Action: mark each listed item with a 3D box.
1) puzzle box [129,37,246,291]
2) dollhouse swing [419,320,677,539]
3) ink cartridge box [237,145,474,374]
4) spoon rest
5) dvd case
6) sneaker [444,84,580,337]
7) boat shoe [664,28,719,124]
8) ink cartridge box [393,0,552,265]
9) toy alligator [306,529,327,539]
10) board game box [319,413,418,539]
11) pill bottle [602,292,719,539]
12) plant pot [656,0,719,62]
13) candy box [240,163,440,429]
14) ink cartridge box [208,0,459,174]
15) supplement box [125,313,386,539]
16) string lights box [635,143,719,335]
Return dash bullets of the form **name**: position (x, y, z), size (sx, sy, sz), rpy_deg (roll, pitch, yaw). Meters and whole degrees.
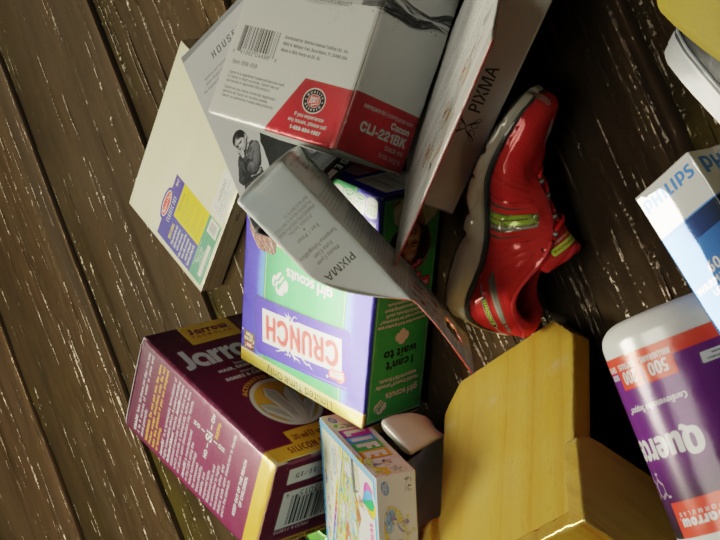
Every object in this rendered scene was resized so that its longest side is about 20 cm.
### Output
- **puzzle box**: position (-0.147, -0.096, 1.569), size (0.133, 0.025, 0.200), rpy_deg (49, 134, 28)
- **dollhouse swing**: position (0.161, 0.173, 1.287), size (0.182, 0.176, 0.200), rpy_deg (33, 140, -15)
- **ink cartridge box**: position (0.000, 0.000, 1.232), size (0.047, 0.160, 0.200), rpy_deg (-41, 94, 6)
- **spoon rest**: position (0.041, 0.193, 1.428), size (0.099, 0.061, 0.200), rpy_deg (46, 146, 32)
- **dvd case**: position (-0.063, -0.149, 1.380), size (0.150, 0.025, 0.200), rpy_deg (-41, 54, 24)
- **sneaker**: position (0.125, -0.041, 1.248), size (0.085, 0.077, 0.200), rpy_deg (23, 123, 21)
- **boat shoe**: position (0.270, -0.104, 1.048), size (0.200, 0.072, 0.068), rpy_deg (55, 139, 33)
- **ink cartridge box**: position (0.079, -0.122, 1.199), size (0.176, 0.045, 0.200), rpy_deg (-83, 13, -51)
- **toy alligator**: position (-0.001, 0.294, 1.495), size (0.054, 0.059, 0.200), rpy_deg (-34, 76, 49)
- **board game box**: position (0.009, 0.231, 1.377), size (0.134, 0.034, 0.200), rpy_deg (-141, 45, -64)
- **pill bottle**: position (0.242, 0.113, 1.111), size (0.112, 0.112, 0.200), rpy_deg (-29, 79, 50)
- **plant pot**: position (0.269, -0.204, 0.929), size (0.176, 0.200, 0.200), rpy_deg (24, 120, 57)
- **candy box**: position (-0.021, 0.005, 1.412), size (0.169, 0.077, 0.200), rpy_deg (24, 120, 43)
- **ink cartridge box**: position (-0.012, -0.189, 1.276), size (0.144, 0.084, 0.200), rpy_deg (20, 92, 42)
- **supplement box**: position (-0.094, 0.138, 1.501), size (0.200, 0.131, 0.103), rpy_deg (38, 127, 35)
- **string lights box**: position (0.269, 0.014, 1.054), size (0.059, 0.103, 0.200), rpy_deg (-47, 65, 46)
